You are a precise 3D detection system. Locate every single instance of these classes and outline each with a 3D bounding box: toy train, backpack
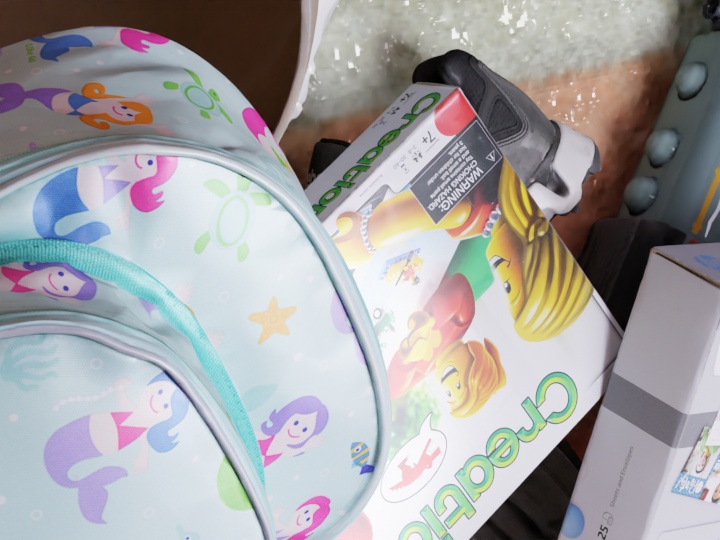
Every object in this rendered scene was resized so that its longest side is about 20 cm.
[{"bbox_3d":[0.157,-0.022,1.031,0.114,0.085,0.201,30,78,-26],"label":"toy train"},{"bbox_3d":[-0.093,0.037,0.693,0.199,0.151,0.178,-28,124,-7],"label":"backpack"}]

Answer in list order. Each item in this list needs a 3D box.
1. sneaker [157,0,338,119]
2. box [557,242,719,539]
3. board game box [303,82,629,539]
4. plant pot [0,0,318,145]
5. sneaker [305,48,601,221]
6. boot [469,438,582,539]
[{"bbox_3d":[-0.051,-0.043,0.881,0.201,0.076,0.116,-48,130,-13],"label":"sneaker"},{"bbox_3d":[0.140,0.086,0.952,0.155,0.041,0.201,-4,116,-45],"label":"box"},{"bbox_3d":[-0.007,0.049,0.862,0.200,0.035,0.126,-45,116,-17],"label":"board game box"},{"bbox_3d":[-0.100,-0.121,0.769,0.201,0.199,0.135,59,27,-27],"label":"plant pot"},{"bbox_3d":[0.000,0.000,0.923,0.091,0.066,0.200,46,71,-22],"label":"sneaker"},{"bbox_3d":[0.076,0.158,1.004,0.131,0.067,0.201,-47,123,-29],"label":"boot"}]
